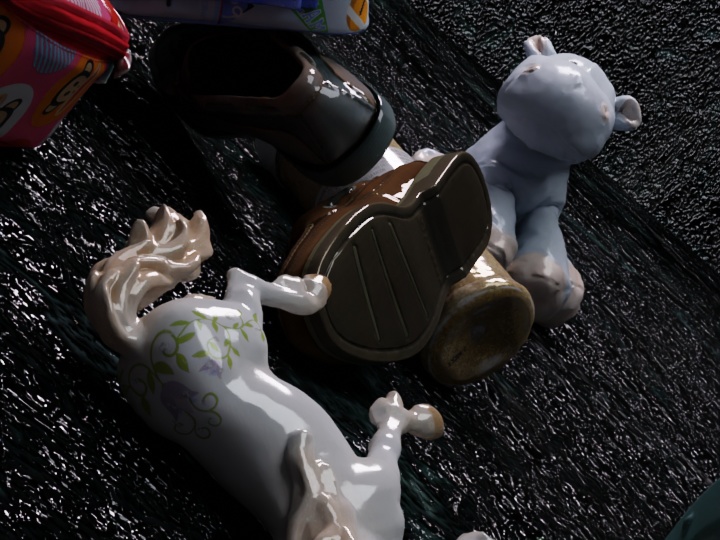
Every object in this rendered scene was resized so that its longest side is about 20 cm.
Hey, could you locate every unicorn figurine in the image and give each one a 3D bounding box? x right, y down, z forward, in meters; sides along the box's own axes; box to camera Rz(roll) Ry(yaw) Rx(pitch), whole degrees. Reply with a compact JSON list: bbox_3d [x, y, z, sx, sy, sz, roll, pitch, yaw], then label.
[{"bbox_3d":[-0.015,0.060,0.675,0.199,0.074,0.137,30,18,9],"label":"unicorn figurine"}]

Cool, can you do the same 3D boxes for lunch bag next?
[{"bbox_3d":[-0.087,-0.168,1.038,0.198,0.076,0.160,1,20,-13],"label":"lunch bag"},{"bbox_3d":[-0.182,-0.134,0.791,0.200,0.082,0.176,46,6,9],"label":"lunch bag"}]

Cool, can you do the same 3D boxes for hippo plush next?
[{"bbox_3d":[0.132,-0.066,1.446,0.159,0.161,0.200,44,10,8],"label":"hippo plush"}]

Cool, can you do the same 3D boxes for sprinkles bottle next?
[{"bbox_3d":[0.015,-0.026,1.105,0.068,0.068,0.200,31,16,-48],"label":"sprinkles bottle"}]

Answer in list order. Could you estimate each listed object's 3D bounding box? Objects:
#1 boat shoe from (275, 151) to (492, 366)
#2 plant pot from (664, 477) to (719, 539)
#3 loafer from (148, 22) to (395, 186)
[{"bbox_3d":[0.000,0.000,0.963,0.200,0.068,0.072,-33,111,-62],"label":"boat shoe"},{"bbox_3d":[0.158,0.149,0.620,0.160,0.201,0.201,30,11,-3],"label":"plant pot"},{"bbox_3d":[-0.056,-0.102,1.038,0.063,0.072,0.200,41,-8,-38],"label":"loafer"}]
